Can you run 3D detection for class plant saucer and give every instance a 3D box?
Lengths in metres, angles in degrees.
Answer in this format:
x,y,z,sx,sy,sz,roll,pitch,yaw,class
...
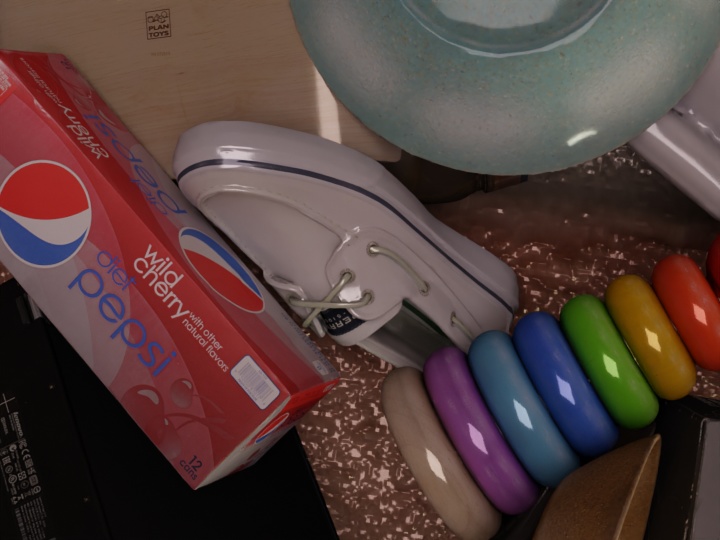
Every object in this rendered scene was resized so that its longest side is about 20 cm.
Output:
x,y,z,sx,sy,sz,roll,pitch,yaw,class
0.062,-0.142,0.747,0.200,0.039,0.202,0,86,8,plant saucer
0.080,0.159,0.726,0.035,0.200,0.201,15,91,15,plant saucer

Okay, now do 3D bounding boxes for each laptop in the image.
x,y,z,sx,sy,sz,roll,pitch,yaw,class
-0.126,0.110,0.775,0.199,0.116,0.188,-26,54,1,laptop

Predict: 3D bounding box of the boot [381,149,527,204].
x,y,z,sx,sy,sz,roll,pitch,yaw,class
0.006,-0.123,0.832,0.096,0.075,0.201,-18,92,-2,boot

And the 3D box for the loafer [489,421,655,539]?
x,y,z,sx,sy,sz,roll,pitch,yaw,class
0.087,0.142,0.843,0.071,0.073,0.201,30,96,-11,loafer

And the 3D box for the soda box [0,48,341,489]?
x,y,z,sx,sy,sz,roll,pitch,yaw,class
-0.102,-0.004,0.766,0.063,0.070,0.200,-44,80,16,soda box

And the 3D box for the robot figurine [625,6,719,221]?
x,y,z,sx,sy,sz,roll,pitch,yaw,class
0.184,-0.095,0.810,0.200,0.113,0.170,43,57,0,robot figurine

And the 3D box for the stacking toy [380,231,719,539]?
x,y,z,sx,sy,sz,roll,pitch,yaw,class
0.111,0.035,0.766,0.199,0.085,0.086,-32,90,8,stacking toy

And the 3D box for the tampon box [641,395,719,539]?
x,y,z,sx,sy,sz,roll,pitch,yaw,class
0.228,0.135,0.795,0.199,0.150,0.127,9,90,1,tampon box

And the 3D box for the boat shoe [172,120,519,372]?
x,y,z,sx,sy,sz,roll,pitch,yaw,class
0.000,0.000,0.787,0.199,0.073,0.067,25,58,-34,boat shoe

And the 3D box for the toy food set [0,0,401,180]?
x,y,z,sx,sy,sz,roll,pitch,yaw,class
-0.082,-0.112,0.827,0.199,0.060,0.144,-5,87,18,toy food set
